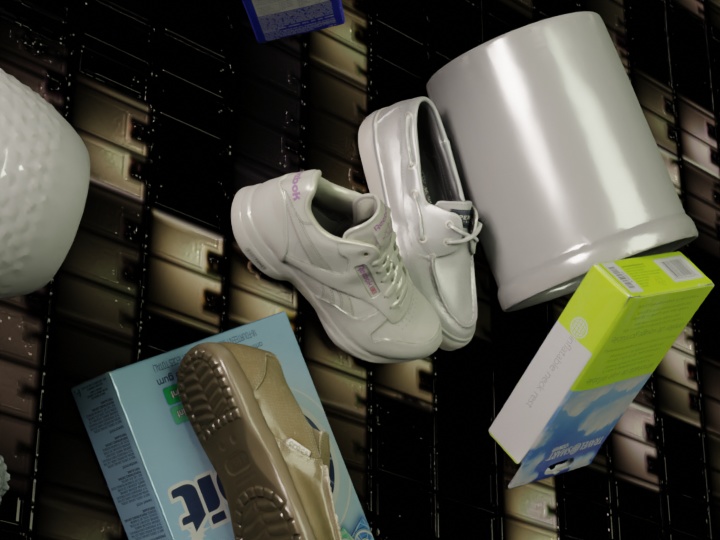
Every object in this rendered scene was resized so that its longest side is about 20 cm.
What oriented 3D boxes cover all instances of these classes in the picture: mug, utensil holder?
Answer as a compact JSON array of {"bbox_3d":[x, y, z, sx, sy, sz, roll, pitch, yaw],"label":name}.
[{"bbox_3d":[-0.257,-0.032,0.961,0.175,0.148,0.200,18,99,-26],"label":"mug"},{"bbox_3d":[0.160,-0.088,1.417,0.170,0.170,0.200,-13,78,-49],"label":"utensil holder"}]

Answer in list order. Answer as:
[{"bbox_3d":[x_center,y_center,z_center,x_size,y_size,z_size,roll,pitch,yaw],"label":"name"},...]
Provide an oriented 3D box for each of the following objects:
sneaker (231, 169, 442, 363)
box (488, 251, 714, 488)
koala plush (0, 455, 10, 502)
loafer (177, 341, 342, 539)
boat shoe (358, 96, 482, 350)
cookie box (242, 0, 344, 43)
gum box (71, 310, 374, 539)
[{"bbox_3d":[0.000,0.000,1.255,0.200,0.100,0.075,39,46,-30],"label":"sneaker"},{"bbox_3d":[0.185,0.078,1.373,0.122,0.200,0.048,-7,45,-47],"label":"box"},{"bbox_3d":[-0.310,0.071,0.827,0.184,0.200,0.178,-6,81,-66],"label":"koala plush"},{"bbox_3d":[-0.047,0.132,1.092,0.067,0.076,0.200,-19,87,-41],"label":"loafer"},{"bbox_3d":[0.060,-0.040,1.359,0.072,0.068,0.200,1,71,-46],"label":"boat shoe"},{"bbox_3d":[-0.071,-0.276,1.246,0.200,0.075,0.172,72,3,-80],"label":"cookie box"},{"bbox_3d":[-0.081,0.143,1.142,0.170,0.045,0.200,-18,86,-49],"label":"gum box"}]
